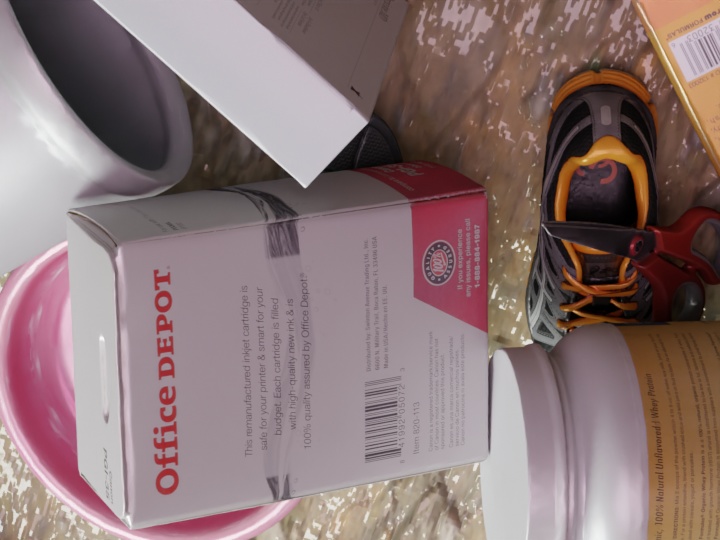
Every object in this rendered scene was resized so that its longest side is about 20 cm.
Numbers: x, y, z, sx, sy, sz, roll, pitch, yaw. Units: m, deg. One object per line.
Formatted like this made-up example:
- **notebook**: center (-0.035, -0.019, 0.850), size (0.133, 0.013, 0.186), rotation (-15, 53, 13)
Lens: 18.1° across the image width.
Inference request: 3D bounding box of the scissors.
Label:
- **scissors**: center (0.144, -0.018, 1.141), size (0.014, 0.200, 0.073), rotation (27, 85, 35)

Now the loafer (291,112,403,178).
- **loafer**: center (0.000, 0.000, 1.228), size (0.072, 0.063, 0.201), rotation (-18, 116, -20)

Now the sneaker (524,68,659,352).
- **sneaker**: center (0.124, -0.001, 1.195), size (0.078, 0.077, 0.201), rotation (-3, 113, 5)

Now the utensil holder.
- **utensil holder**: center (-0.214, -0.071, 1.156), size (0.199, 0.170, 0.170), rotation (-29, 106, 18)

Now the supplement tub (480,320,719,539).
- **supplement tub**: center (0.168, 0.097, 1.131), size (0.199, 0.145, 0.145), rotation (-1, 112, -8)

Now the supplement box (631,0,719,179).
- **supplement box**: center (0.207, -0.076, 1.163), size (0.069, 0.067, 0.201), rotation (-24, 108, 11)

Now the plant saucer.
- **plant saucer**: center (-0.105, 0.055, 1.241), size (0.199, 0.051, 0.202), rotation (7, 114, 16)

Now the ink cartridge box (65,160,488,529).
- **ink cartridge box**: center (-0.040, 0.032, 1.121), size (0.199, 0.083, 0.147), rotation (-8, 108, -24)

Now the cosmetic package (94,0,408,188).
- **cosmetic package**: center (-0.054, -0.137, 1.094), size (0.151, 0.200, 0.052), rotation (40, 111, -9)
